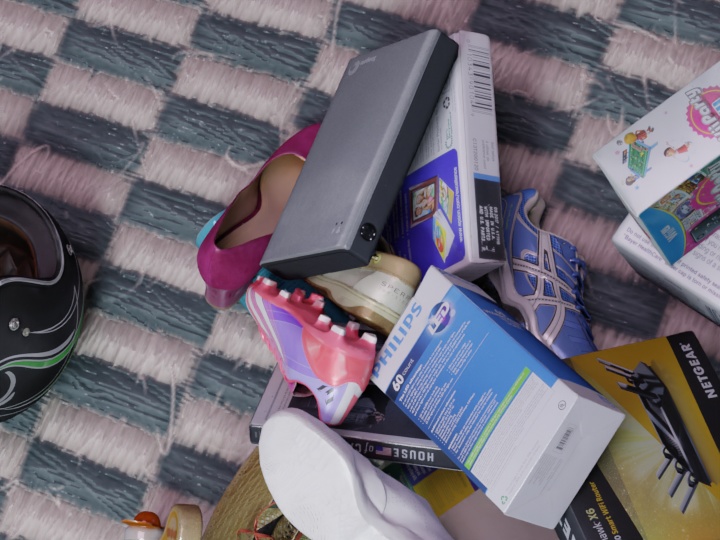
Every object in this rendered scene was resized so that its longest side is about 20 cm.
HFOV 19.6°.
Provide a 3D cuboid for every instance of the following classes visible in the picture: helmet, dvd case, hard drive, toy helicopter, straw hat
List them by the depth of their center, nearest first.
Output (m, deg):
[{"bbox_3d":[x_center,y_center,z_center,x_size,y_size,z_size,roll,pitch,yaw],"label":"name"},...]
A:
[{"bbox_3d":[0.027,0.099,1.664,0.199,0.025,0.150,6,34,12],"label":"dvd case"},{"bbox_3d":[0.000,-0.092,1.674,0.139,0.033,0.200,-11,51,59],"label":"hard drive"},{"bbox_3d":[-0.165,0.240,1.686,0.079,0.200,0.133,11,52,-18],"label":"toy helicopter"},{"bbox_3d":[-0.052,0.219,1.689,0.085,0.201,0.201,34,86,-18],"label":"straw hat"},{"bbox_3d":[-0.330,0.033,1.781,0.199,0.191,0.201,10,114,24],"label":"helmet"}]

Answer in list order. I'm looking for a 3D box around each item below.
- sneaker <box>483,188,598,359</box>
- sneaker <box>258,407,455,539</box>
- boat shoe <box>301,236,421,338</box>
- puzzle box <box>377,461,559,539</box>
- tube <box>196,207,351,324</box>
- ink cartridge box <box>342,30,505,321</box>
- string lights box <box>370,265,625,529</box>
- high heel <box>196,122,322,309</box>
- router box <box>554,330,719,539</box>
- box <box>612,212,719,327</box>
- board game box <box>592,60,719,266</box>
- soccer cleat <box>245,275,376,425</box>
[{"bbox_3d":[0.152,0.017,1.687,0.077,0.076,0.200,-34,66,6],"label":"sneaker"},{"bbox_3d":[0.007,0.178,1.590,0.200,0.088,0.075,46,119,3],"label":"sneaker"},{"bbox_3d":[0.000,0.000,1.696,0.067,0.074,0.200,-57,27,1],"label":"boat shoe"},{"bbox_3d":[0.103,0.193,1.644,0.133,0.025,0.200,-36,45,6],"label":"puzzle box"},{"bbox_3d":[-0.061,0.032,1.773,0.077,0.050,0.200,-46,70,13],"label":"tube"},{"bbox_3d":[0.045,-0.071,1.732,0.200,0.043,0.199,-27,62,54],"label":"ink cartridge box"},{"bbox_3d":[0.096,0.091,1.548,0.103,0.059,0.200,-58,42,11],"label":"string lights box"},{"bbox_3d":[-0.070,-0.061,1.739,0.067,0.096,0.200,25,64,7],"label":"high heel"},{"bbox_3d":[0.213,0.147,1.557,0.157,0.052,0.200,-12,50,-14],"label":"router box"},{"bbox_3d":[0.332,-0.045,1.632,0.184,0.105,0.200,35,88,24],"label":"box"},{"bbox_3d":[0.279,-0.102,1.530,0.200,0.148,0.064,-36,68,6],"label":"board game box"},{"bbox_3d":[-0.049,0.059,1.654,0.200,0.067,0.077,30,101,61],"label":"soccer cleat"}]
